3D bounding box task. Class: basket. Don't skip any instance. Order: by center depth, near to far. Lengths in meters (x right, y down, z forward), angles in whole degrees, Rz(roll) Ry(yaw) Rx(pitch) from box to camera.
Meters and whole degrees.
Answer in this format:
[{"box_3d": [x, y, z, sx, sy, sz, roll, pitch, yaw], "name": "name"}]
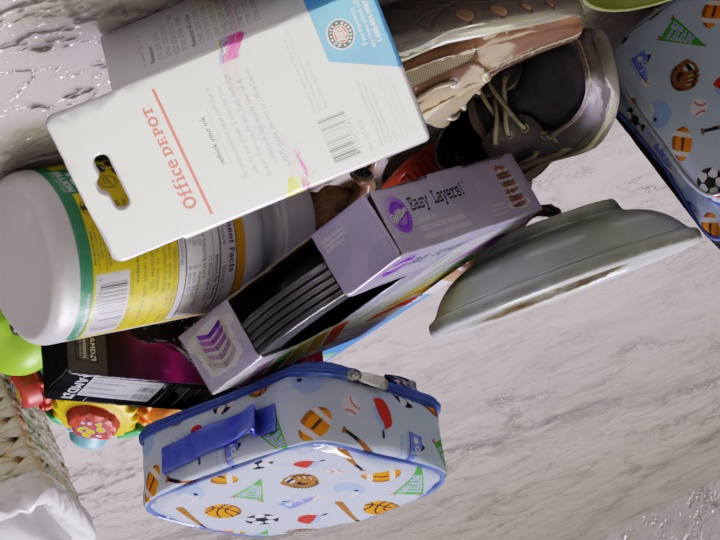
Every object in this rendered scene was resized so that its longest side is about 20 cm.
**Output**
[{"box_3d": [-0.324, 0.152, 1.797, 0.199, 0.162, 0.198, -20, 164, -1], "name": "basket"}]

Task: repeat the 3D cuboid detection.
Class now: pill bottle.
[{"box_3d": [-0.133, -0.022, 1.562, 0.199, 0.113, 0.113, -11, 161, -31], "name": "pill bottle"}]

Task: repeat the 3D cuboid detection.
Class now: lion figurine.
[{"box_3d": [0.036, -0.027, 1.732, 0.199, 0.073, 0.123, 16, 130, -1], "name": "lion figurine"}]

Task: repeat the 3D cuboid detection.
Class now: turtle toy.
[{"box_3d": [-0.199, 0.060, 1.714, 0.145, 0.102, 0.200, -19, 137, 33], "name": "turtle toy"}]

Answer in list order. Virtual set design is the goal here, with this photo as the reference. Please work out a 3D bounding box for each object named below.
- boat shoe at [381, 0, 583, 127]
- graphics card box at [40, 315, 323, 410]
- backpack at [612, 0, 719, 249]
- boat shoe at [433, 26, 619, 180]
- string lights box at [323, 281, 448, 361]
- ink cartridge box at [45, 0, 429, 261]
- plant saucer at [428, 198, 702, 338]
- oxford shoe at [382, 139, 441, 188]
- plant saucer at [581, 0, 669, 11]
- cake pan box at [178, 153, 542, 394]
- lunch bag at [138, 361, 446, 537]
[{"box_3d": [0.041, -0.128, 1.475, 0.199, 0.072, 0.076, -13, -152, -2], "name": "boat shoe"}, {"box_3d": [-0.123, 0.031, 1.646, 0.199, 0.126, 0.051, 7, 153, -27], "name": "graphics card box"}, {"box_3d": [0.275, -0.129, 1.639, 0.190, 0.200, 0.154, -37, 163, 8], "name": "backpack"}, {"box_3d": [0.109, -0.101, 1.610, 0.073, 0.075, 0.200, -12, 164, -24], "name": "boat shoe"}, {"box_3d": [-0.026, 0.025, 1.946, 0.200, 0.059, 0.102, -33, 160, 36], "name": "string lights box"}, {"box_3d": [-0.074, -0.098, 1.385, 0.199, 0.068, 0.116, -22, 126, 2], "name": "ink cartridge box"}, {"box_3d": [0.135, -0.008, 1.656, 0.199, 0.051, 0.200, -20, 175, -2], "name": "plant saucer"}, {"box_3d": [0.051, -0.059, 1.796, 0.199, 0.071, 0.073, -29, -170, 17], "name": "oxford shoe"}, {"box_3d": [0.212, -0.228, 1.452, 0.199, 0.031, 0.200, -24, 162, -9], "name": "plant saucer"}, {"box_3d": [0.000, 0.000, 1.562, 0.184, 0.052, 0.200, -38, 169, 31], "name": "cake pan box"}, {"box_3d": [-0.047, 0.121, 1.623, 0.160, 0.076, 0.199, 19, 147, -42], "name": "lunch bag"}]
